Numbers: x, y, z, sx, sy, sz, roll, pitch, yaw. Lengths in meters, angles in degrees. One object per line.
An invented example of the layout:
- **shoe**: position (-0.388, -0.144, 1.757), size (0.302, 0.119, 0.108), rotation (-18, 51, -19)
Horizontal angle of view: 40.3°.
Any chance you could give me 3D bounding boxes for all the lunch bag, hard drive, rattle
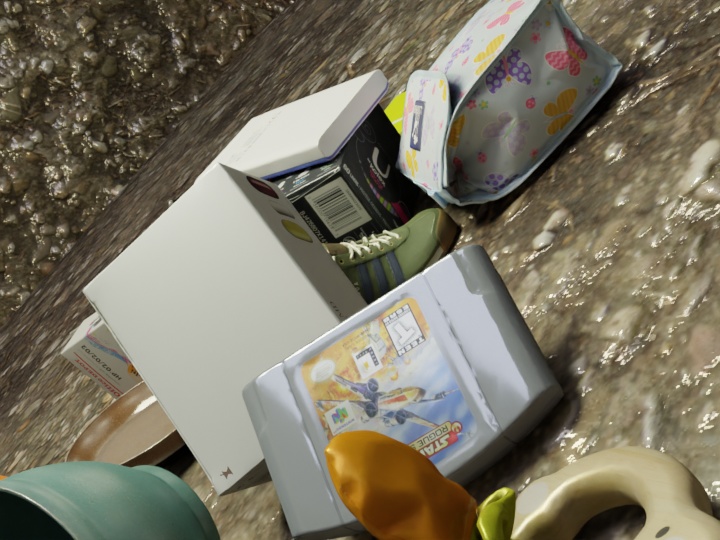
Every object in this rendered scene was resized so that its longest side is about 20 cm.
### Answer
- **lunch bag**: position (0.117, -0.157, 0.927), size (0.200, 0.127, 0.170), rotation (-50, 17, 6)
- **hard drive**: position (-0.075, -0.141, 1.029), size (0.200, 0.025, 0.132), rotation (-11, 35, 44)
- **rattle**: position (0.102, 0.097, 0.425), size (0.130, 0.143, 0.200), rotation (-35, 5, -33)

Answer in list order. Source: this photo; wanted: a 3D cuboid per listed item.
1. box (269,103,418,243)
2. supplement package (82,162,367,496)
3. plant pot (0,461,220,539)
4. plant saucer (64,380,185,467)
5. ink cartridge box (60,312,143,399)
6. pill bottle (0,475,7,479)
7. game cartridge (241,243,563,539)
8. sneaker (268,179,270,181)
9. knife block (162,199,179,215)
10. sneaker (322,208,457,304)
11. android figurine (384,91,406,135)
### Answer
- **box**: position (-0.015, -0.087, 1.036), size (0.106, 0.122, 0.200), rotation (-25, 26, 24)
- **supplement package**: position (-0.087, 0.045, 0.774), size (0.156, 0.200, 0.111), rotation (-41, -15, 12)
- **plant pot**: position (-0.184, 0.221, 0.707), size (0.200, 0.200, 0.134), rotation (-30, -3, 37)
- **plant saucer**: position (-0.224, 0.163, 1.054), size (0.200, 0.032, 0.200), rotation (-28, 18, 10)
- **ink cartridge box**: position (-0.297, 0.100, 1.255), size (0.200, 0.115, 0.068), rotation (-31, 23, 37)
- **pill bottle**: position (-0.430, 0.313, 1.107), size (0.106, 0.106, 0.200), rotation (-42, 20, 8)
- **game cartridge**: position (0.023, 0.087, 0.637), size (0.200, 0.042, 0.133), rotation (-33, 55, 14)
- **sneaker**: position (-0.077, -0.081, 1.126), size (0.076, 0.092, 0.200), rotation (-24, 56, 25)
- **knife block**: position (-0.135, -0.057, 1.151), size (0.064, 0.176, 0.200), rotation (-20, 31, 50)
- **sneaker**: position (0.000, 0.000, 0.890), size (0.200, 0.090, 0.067), rotation (-50, 19, -15)
- **android figurine**: position (0.061, -0.184, 1.218), size (0.182, 0.041, 0.200), rotation (-18, 32, 52)
